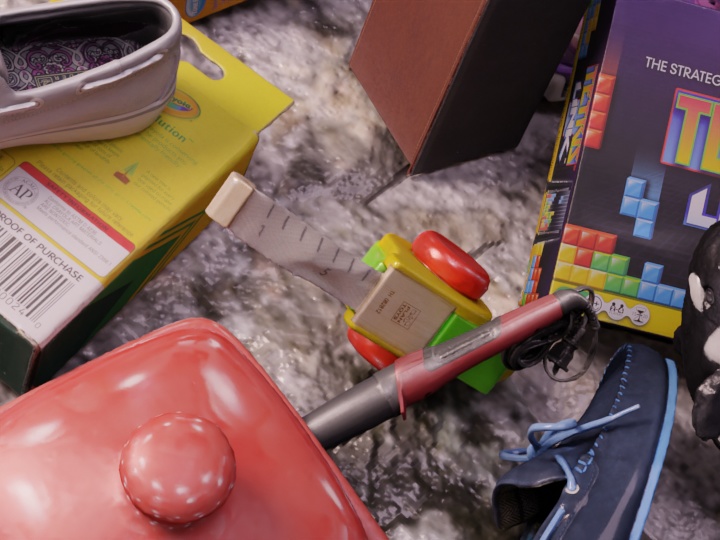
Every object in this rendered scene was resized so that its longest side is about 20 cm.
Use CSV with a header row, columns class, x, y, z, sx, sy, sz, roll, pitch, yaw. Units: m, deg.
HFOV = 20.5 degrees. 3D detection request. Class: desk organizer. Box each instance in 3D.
class,x,y,z,sx,sy,sz,roll,pitch,yaw
desk organizer,0.062,-0.144,0.987,0.071,0.200,0.077,-17,61,-28

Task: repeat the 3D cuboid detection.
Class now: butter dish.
class,x,y,z,sx,sy,sz,roll,pitch,yaw
butter dish,-0.080,0.104,0.788,0.199,0.148,0.200,-28,70,-24

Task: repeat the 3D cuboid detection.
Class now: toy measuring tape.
class,x,y,z,sx,sy,sz,roll,pitch,yaw
toy measuring tape,0.000,0.000,0.922,0.200,0.073,0.074,32,45,-34

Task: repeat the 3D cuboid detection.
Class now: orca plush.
class,x,y,z,sx,sy,sz,roll,pitch,yaw
orca plush,0.185,0.041,0.940,0.105,0.200,0.071,-50,45,-6

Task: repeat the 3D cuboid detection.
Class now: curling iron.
class,x,y,z,sx,sy,sz,roll,pitch,yaw
curling iron,0.024,0.059,0.906,0.199,0.050,0.026,-24,37,-12

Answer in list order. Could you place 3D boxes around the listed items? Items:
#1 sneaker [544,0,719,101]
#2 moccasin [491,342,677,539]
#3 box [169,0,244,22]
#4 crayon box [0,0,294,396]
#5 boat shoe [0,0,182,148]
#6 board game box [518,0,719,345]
class,x,y,z,sx,sy,sz,roll,pitch,yaw
sneaker,0.165,-0.134,1.087,0.199,0.089,0.081,5,53,-20
moccasin,0.092,0.107,0.900,0.068,0.081,0.200,23,51,2
box,-0.066,-0.208,1.070,0.199,0.042,0.119,-25,67,-23
crayon box,-0.138,-0.048,0.941,0.127,0.051,0.200,38,53,9
boat shoe,-0.171,-0.085,0.880,0.199,0.069,0.072,-7,59,-23
board game box,0.196,-0.038,1.003,0.199,0.057,0.166,13,88,-11
